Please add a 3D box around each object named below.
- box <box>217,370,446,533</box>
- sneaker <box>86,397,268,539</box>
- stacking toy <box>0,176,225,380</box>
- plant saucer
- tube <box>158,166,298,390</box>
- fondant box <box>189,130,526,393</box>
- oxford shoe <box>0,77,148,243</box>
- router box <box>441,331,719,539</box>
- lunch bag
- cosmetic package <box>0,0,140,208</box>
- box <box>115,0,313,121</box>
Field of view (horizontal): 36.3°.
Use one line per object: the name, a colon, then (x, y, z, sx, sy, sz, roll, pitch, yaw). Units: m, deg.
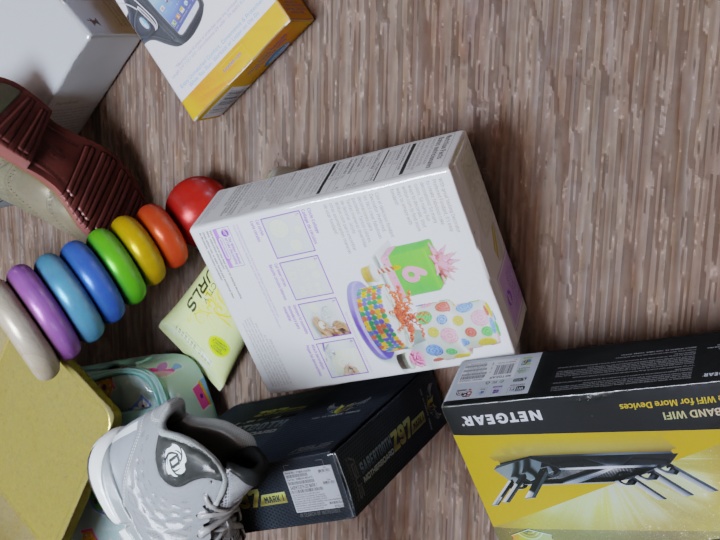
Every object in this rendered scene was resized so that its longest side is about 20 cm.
box: (-0.055, 0.135, 0.805, 0.197, 0.157, 0.052, -14, 99, 32)
sneaker: (-0.089, 0.172, 0.702, 0.115, 0.075, 0.202, -35, 86, 30)
stacking toy: (-0.183, -0.007, 0.836, 0.086, 0.199, 0.086, 47, 162, 21)
plant saucer: (-0.277, 0.136, 0.908, 0.199, 0.048, 0.202, 38, 112, 29)
tube: (-0.094, 0.008, 0.863, 0.201, 0.051, 0.059, -53, 37, 34)
fondant box: (0.000, 0.000, 0.764, 0.197, 0.058, 0.146, -10, 118, 26)
oxford shoe: (-0.244, -0.071, 0.877, 0.074, 0.071, 0.200, -15, 130, 37)
router box: (0.170, 0.126, 0.709, 0.197, 0.052, 0.159, -10, 118, 31)
lunch bag: (-0.208, 0.154, 0.941, 0.197, 0.077, 0.163, -13, 97, 34)
cosmetic package: (-0.276, -0.156, 0.910, 0.102, 0.074, 0.200, 49, 118, 9)
box: (-0.134, -0.231, 0.831, 0.119, 0.041, 0.202, -37, 81, 31)
